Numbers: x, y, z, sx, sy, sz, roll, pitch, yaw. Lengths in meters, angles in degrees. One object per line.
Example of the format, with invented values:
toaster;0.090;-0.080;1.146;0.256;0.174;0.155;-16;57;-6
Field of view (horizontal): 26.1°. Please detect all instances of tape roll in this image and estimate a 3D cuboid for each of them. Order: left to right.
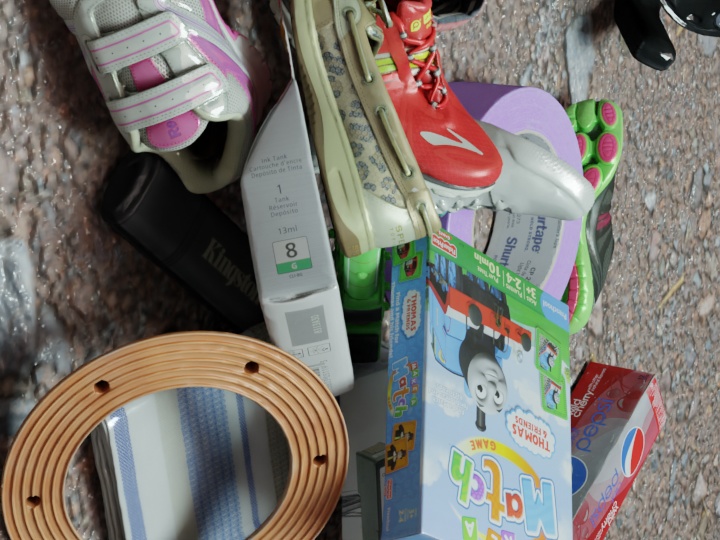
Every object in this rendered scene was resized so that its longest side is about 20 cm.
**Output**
tape roll;0.095;-0.041;1.181;0.200;0.065;0.201;-15;109;-52

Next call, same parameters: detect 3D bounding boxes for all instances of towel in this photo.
towel;-0.082;0.111;0.979;0.200;0.024;0.148;-29;123;-39

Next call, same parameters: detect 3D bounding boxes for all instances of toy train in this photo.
toy train;0.000;0.000;1.007;0.200;0.041;0.057;91;-1;-61

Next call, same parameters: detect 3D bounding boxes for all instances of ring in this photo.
ring;-0.104;0.116;0.886;0.199;0.019;0.201;-9;123;-14

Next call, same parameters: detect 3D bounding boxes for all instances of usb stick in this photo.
usb stick;-0.090;-0.007;0.957;0.200;0.032;0.056;46;60;-49

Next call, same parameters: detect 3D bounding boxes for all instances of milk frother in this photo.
milk frother;0.235;-0.288;1.273;0.200;0.180;0.188;40;24;-20

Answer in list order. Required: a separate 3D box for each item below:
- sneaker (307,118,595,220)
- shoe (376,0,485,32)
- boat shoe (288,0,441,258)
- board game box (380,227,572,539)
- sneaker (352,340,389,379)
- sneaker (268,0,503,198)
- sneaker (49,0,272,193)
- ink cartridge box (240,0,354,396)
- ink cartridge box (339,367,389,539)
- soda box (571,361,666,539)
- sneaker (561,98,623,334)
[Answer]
sneaker;0.056;-0.060;1.048;0.075;0.199;0.089;133;-21;-82
shoe;0.061;-0.212;1.070;0.200;0.091;0.072;-38;127;-44
boat shoe;-0.003;-0.110;0.903;0.073;0.062;0.201;82;-3;-86
board game box;0.076;0.089;0.968;0.151;0.036;0.201;29;54;-41
sneaker;0.045;0.102;1.145;0.200;0.076;0.081;11;109;-49
sneaker;0.022;-0.131;0.962;0.200;0.085;0.077;49;41;0
sneaker;-0.106;-0.115;0.842;0.200;0.081;0.089;47;29;-47
ink cartridge box;-0.045;-0.042;0.915;0.161;0.050;0.201;82;-5;-66
ink cartridge box;0.064;0.173;1.015;0.145;0.084;0.201;22;58;-45
soda box;0.197;0.176;1.368;0.200;0.070;0.064;-53;136;-32
sneaker;0.177;-0.046;1.304;0.084;0.076;0.201;8;94;-73
